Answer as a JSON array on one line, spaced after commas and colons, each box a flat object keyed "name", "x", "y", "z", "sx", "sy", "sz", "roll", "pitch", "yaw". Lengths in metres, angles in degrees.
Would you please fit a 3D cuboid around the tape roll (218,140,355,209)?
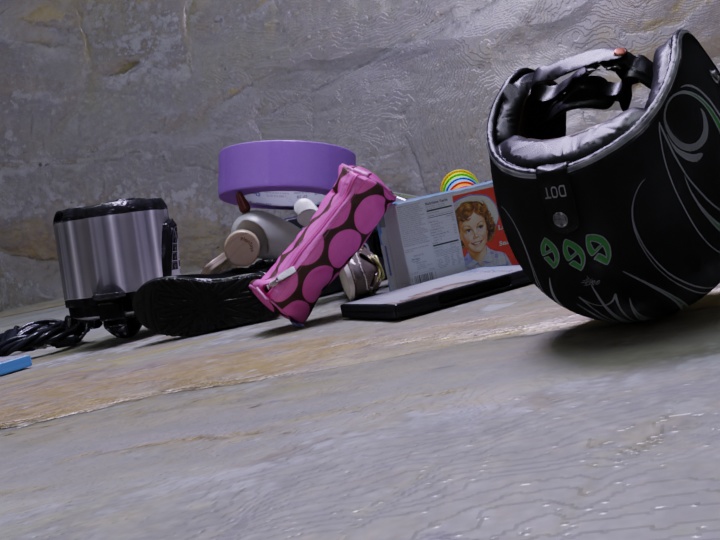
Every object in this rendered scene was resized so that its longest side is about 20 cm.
[{"name": "tape roll", "x": -0.105, "y": -0.134, "z": 1.478, "sx": 0.197, "sy": 0.067, "sz": 0.200, "roll": 0, "pitch": -7, "yaw": 0}]

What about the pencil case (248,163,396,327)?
[{"name": "pencil case", "x": -0.044, "y": -0.034, "z": 1.200, "sx": 0.090, "sy": 0.201, "sz": 0.094, "roll": 33, "pitch": -5, "yaw": 30}]

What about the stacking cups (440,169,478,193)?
[{"name": "stacking cups", "x": 0.142, "y": -0.099, "z": 1.442, "sx": 0.060, "sy": 0.061, "sz": 0.200, "roll": -12, "pitch": 12, "yaw": 7}]

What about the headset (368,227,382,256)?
[{"name": "headset", "x": 0.074, "y": -0.053, "z": 1.462, "sx": 0.122, "sy": 0.095, "sz": 0.200, "roll": 19, "pitch": -8, "yaw": 2}]

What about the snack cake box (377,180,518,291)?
[{"name": "snack cake box", "x": 0.125, "y": -0.046, "z": 1.293, "sx": 0.198, "sy": 0.117, "sz": 0.067, "roll": -13, "pitch": 5, "yaw": -23}]

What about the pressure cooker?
[{"name": "pressure cooker", "x": -0.359, "y": -0.001, "z": 1.530, "sx": 0.177, "sy": 0.203, "sz": 0.175, "roll": -6, "pitch": 2, "yaw": 43}]

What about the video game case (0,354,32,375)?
[{"name": "video game case", "x": -0.566, "y": 0.147, "z": 1.434, "sx": 0.142, "sy": 0.018, "sz": 0.199, "roll": -17, "pitch": 6, "yaw": -43}]

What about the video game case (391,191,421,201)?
[{"name": "video game case", "x": 0.140, "y": -0.073, "z": 1.507, "sx": 0.180, "sy": 0.022, "sz": 0.199, "roll": 23, "pitch": 10, "yaw": 25}]

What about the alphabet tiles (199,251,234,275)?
[{"name": "alphabet tiles", "x": -0.225, "y": 0.016, "z": 1.537, "sx": 0.195, "sy": 0.015, "sz": 0.200, "roll": -40, "pitch": -4, "yaw": -38}]

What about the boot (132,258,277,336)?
[{"name": "boot", "x": -0.194, "y": 0.033, "z": 1.414, "sx": 0.208, "sy": 0.081, "sz": 0.158, "roll": -2, "pitch": 11, "yaw": 4}]

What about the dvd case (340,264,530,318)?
[{"name": "dvd case", "x": 0.093, "y": 0.022, "z": 1.147, "sx": 0.198, "sy": 0.018, "sz": 0.142, "roll": -14, "pitch": 4, "yaw": -24}]

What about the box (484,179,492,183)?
[{"name": "box", "x": 0.252, "y": -0.083, "z": 1.437, "sx": 0.115, "sy": 0.061, "sz": 0.200, "roll": 16, "pitch": 1, "yaw": -17}]

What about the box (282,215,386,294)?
[{"name": "box", "x": -0.038, "y": -0.035, "z": 1.583, "sx": 0.198, "sy": 0.124, "sz": 0.106, "roll": -15, "pitch": 6, "yaw": -28}]

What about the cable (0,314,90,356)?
[{"name": "cable", "x": -0.518, "y": 0.112, "z": 1.631, "sx": 0.162, "sy": 0.052, "sz": 0.199, "roll": -20, "pitch": 10, "yaw": -28}]

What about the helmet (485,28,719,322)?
[{"name": "helmet", "x": 0.194, "y": -0.060, "z": 0.748, "sx": 0.198, "sy": 0.191, "sz": 0.201, "roll": -24, "pitch": 37, "yaw": 20}]

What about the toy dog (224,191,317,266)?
[{"name": "toy dog", "x": -0.099, "y": -0.068, "z": 1.417, "sx": 0.197, "sy": 0.098, "sz": 0.132, "roll": -11, "pitch": 12, "yaw": -21}]

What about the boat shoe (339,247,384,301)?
[{"name": "boat shoe", "x": 0.000, "y": 0.000, "z": 1.384, "sx": 0.059, "sy": 0.073, "sz": 0.200, "roll": -15, "pitch": -2, "yaw": -1}]
